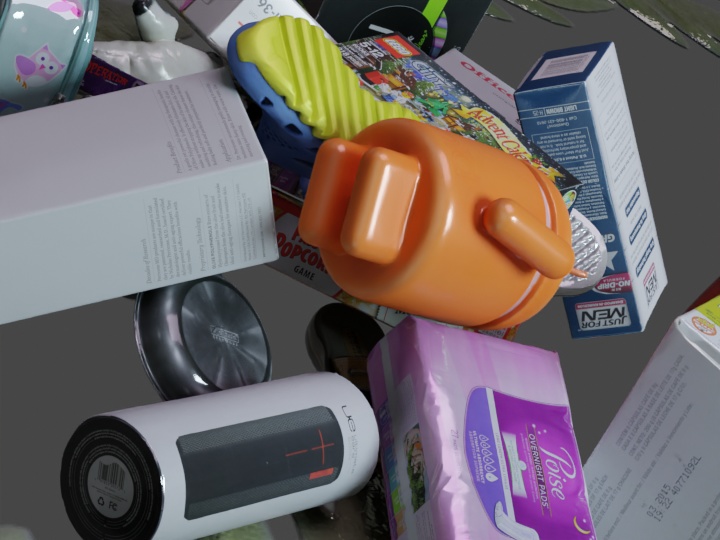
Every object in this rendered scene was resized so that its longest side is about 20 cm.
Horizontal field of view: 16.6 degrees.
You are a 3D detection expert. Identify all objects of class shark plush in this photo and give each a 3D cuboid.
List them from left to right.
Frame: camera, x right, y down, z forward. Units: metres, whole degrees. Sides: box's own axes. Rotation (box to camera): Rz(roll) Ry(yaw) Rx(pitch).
[{"bbox_3d":[-0.133,-0.132,1.789,0.199,0.083,0.091,9,68,-47],"label":"shark plush"}]

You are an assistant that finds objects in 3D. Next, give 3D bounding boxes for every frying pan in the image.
[{"bbox_3d":[-0.088,0.019,1.553,0.115,0.031,0.191,42,41,-28],"label":"frying pan"}]

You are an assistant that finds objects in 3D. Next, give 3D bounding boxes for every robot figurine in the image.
[{"bbox_3d":[0.053,-0.025,1.529,0.199,0.144,0.117,16,51,-45],"label":"robot figurine"}]

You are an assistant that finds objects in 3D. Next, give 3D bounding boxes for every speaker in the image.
[{"bbox_3d":[-0.078,0.109,1.425,0.081,0.081,0.199,44,29,26],"label":"speaker"}]

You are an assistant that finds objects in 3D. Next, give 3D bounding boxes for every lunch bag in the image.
[{"bbox_3d":[-0.227,-0.154,1.636,0.077,0.161,0.200,18,28,-22],"label":"lunch bag"}]

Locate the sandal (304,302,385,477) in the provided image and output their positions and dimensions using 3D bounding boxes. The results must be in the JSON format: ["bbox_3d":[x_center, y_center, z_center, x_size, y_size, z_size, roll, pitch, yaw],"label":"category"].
[{"bbox_3d":[0.018,0.076,1.609,0.081,0.055,0.200,18,28,-26],"label":"sandal"}]

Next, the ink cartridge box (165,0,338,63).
[{"bbox_3d":[-0.071,-0.175,1.846,0.116,0.068,0.200,42,2,-29],"label":"ink cartridge box"}]

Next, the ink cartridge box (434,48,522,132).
[{"bbox_3d":[0.078,-0.083,1.916,0.145,0.084,0.200,35,26,8],"label":"ink cartridge box"}]

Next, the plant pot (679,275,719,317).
[{"bbox_3d":[0.402,0.049,1.923,0.199,0.177,0.200,12,31,-32],"label":"plant pot"}]

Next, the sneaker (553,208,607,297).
[{"bbox_3d":[0.078,-0.026,1.782,0.199,0.080,0.079,20,65,1],"label":"sneaker"}]

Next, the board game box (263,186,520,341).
[{"bbox_3d":[0.000,0.000,1.674,0.199,0.047,0.151,26,2,-11],"label":"board game box"}]

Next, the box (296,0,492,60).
[{"bbox_3d":[0.019,-0.248,2.011,0.148,0.201,0.125,12,31,-32],"label":"box"}]

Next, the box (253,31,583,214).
[{"bbox_3d":[0.040,-0.090,1.727,0.136,0.038,0.200,-17,49,-43],"label":"box"}]

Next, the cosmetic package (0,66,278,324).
[{"bbox_3d":[-0.160,-0.045,1.499,0.199,0.085,0.108,-13,42,-9],"label":"cosmetic package"}]

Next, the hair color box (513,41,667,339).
[{"bbox_3d":[0.175,-0.060,1.861,0.060,0.201,0.100,-8,20,22],"label":"hair color box"}]

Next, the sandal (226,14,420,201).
[{"bbox_3d":[-0.032,-0.092,1.578,0.200,0.087,0.080,42,39,-49],"label":"sandal"}]

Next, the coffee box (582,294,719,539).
[{"bbox_3d":[0.266,0.146,1.583,0.200,0.200,0.198,38,26,16],"label":"coffee box"}]

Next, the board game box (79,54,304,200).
[{"bbox_3d":[-0.093,-0.088,1.677,0.120,0.032,0.200,33,5,35],"label":"board game box"}]

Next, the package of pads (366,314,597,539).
[{"bbox_3d":[0.076,0.130,1.501,0.120,0.076,0.201,12,48,-26],"label":"package of pads"}]

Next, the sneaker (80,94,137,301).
[{"bbox_3d":[-0.141,-0.049,1.642,0.085,0.077,0.200,20,28,-32],"label":"sneaker"}]
